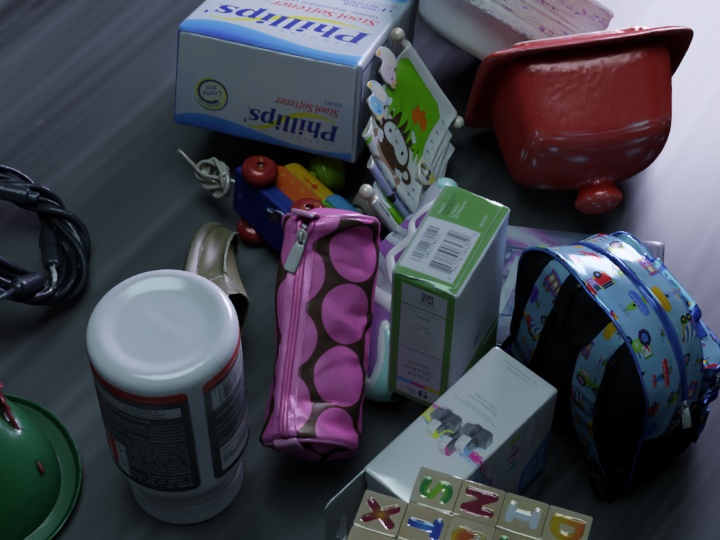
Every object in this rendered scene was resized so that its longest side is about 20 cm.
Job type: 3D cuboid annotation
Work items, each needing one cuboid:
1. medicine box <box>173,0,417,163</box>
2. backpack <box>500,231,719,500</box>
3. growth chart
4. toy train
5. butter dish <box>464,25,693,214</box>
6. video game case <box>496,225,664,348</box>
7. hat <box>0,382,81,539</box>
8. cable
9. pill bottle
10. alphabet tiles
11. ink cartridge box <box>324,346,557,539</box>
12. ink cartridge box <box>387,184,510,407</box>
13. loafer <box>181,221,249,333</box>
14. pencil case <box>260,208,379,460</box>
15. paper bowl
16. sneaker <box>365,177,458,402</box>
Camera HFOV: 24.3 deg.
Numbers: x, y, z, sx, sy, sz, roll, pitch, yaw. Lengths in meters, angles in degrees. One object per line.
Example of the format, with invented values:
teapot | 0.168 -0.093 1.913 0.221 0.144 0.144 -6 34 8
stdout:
medicine box | -0.059 -0.204 1.605 0.180 0.104 0.200 13 31 12
backpack | 0.203 0.052 1.330 0.134 0.201 0.183 -29 60 -16
growth chart | 0.045 -0.110 1.525 0.018 0.145 0.202 -12 49 33
toy train | -0.066 -0.081 1.551 0.115 0.085 0.200 -25 52 -33
butter dish | 0.206 -0.125 1.535 0.197 0.200 0.149 -9 76 -5
video game case | 0.168 0.021 1.494 0.198 0.019 0.144 6 49 7
hat | -0.319 0.108 1.321 0.165 0.177 0.200 -26 53 -21
cable | -0.328 -0.050 1.494 0.200 0.051 0.163 47 35 19
pill bottle | -0.145 0.104 1.305 0.114 0.201 0.117 0 49 0
alphabet tiles | 0.083 0.221 1.174 0.198 0.006 0.167 16 48 9
ink cartridge box | 0.062 0.167 1.302 0.068 0.116 0.200 36 59 26
ink cartridge box | 0.069 0.042 1.355 0.059 0.201 0.104 20 51 17
loafer | -0.129 0.029 1.446 0.067 0.077 0.201 16 35 -2
pencil case | -0.036 0.051 1.350 0.090 0.094 0.202 2 85 15
paper bowl | 0.136 -0.255 1.615 0.199 0.105 0.201 28 11 -6
sneaker | 0.000 0.000 1.438 0.139 0.078 0.202 18 77 18
